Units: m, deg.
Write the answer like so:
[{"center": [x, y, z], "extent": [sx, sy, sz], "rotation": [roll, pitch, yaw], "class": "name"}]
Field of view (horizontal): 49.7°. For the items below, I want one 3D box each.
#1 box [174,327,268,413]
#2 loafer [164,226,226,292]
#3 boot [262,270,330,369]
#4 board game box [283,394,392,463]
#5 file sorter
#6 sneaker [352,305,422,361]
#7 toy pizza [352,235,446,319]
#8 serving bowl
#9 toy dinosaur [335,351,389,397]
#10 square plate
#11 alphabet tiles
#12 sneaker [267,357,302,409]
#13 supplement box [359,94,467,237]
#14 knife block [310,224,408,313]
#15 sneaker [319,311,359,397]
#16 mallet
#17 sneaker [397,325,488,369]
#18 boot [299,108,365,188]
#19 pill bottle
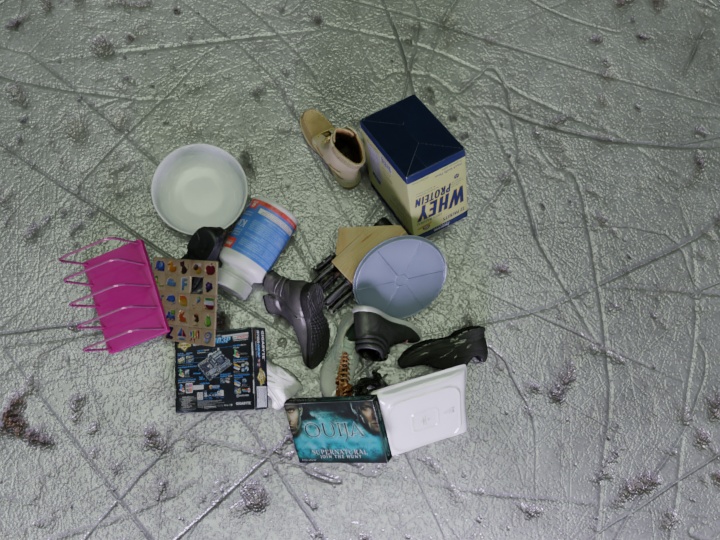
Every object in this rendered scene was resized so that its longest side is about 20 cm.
[{"center": [-0.278, 0.199, 1.537], "extent": [0.199, 0.046, 0.160], "rotation": [-8, 80, 27], "class": "box"}, {"center": [-0.337, -0.008, 1.595], "extent": [0.073, 0.072, 0.200], "rotation": [45, 112, 8], "class": "loafer"}, {"center": [-0.136, 0.098, 1.611], "extent": [0.131, 0.070, 0.201], "rotation": [14, 116, 32], "class": "boot"}, {"center": [-0.046, 0.312, 1.526], "extent": [0.199, 0.028, 0.136], "rotation": [-7, 105, 26], "class": "board game box"}, {"center": [-0.493, 0.049, 1.538], "extent": [0.139, 0.125, 0.201], "rotation": [-21, 81, 12], "class": "file sorter"}, {"center": [0.052, 0.145, 1.583], "extent": [0.200, 0.071, 0.100], "rotation": [25, 63, -44], "class": "sneaker"}, {"center": [0.079, 0.013, 1.585], "extent": [0.199, 0.032, 0.201], "rotation": [-8, 123, -13], "class": "toy pizza"}, {"center": [-0.338, -0.163, 1.647], "extent": [0.199, 0.066, 0.201], "rotation": [1, 79, -6], "class": "serving bowl"}, {"center": [-0.001, 0.260, 1.563], "extent": [0.135, 0.200, 0.102], "rotation": [-20, 43, -13], "class": "toy dinosaur"}, {"center": [0.125, 0.289, 1.555], "extent": [0.197, 0.200, 0.028], "rotation": [-15, 40, -9], "class": "square plate"}, {"center": [-0.367, 0.060, 1.562], "extent": [0.199, 0.008, 0.168], "rotation": [4, 93, 30], "class": "alphabet tiles"}, {"center": [-0.220, 0.208, 1.582], "extent": [0.200, 0.078, 0.099], "rotation": [38, 82, 4], "class": "sneaker"}, {"center": [0.112, -0.209, 1.604], "extent": [0.134, 0.200, 0.200], "rotation": [-27, 54, -10], "class": "supplement box"}, {"center": [0.000, 0.000, 1.603], "extent": [0.199, 0.064, 0.176], "rotation": [-1, 71, 19], "class": "knife block"}, {"center": [-0.036, 0.176, 1.605], "extent": [0.070, 0.080, 0.201], "rotation": [16, 79, -4], "class": "sneaker"}, {"center": [-0.008, -0.042, 1.676], "extent": [0.200, 0.041, 0.066], "rotation": [-31, 83, -7], "class": "mallet"}, {"center": [0.178, 0.180, 1.633], "extent": [0.199, 0.076, 0.091], "rotation": [-16, 90, -5], "class": "sneaker"}, {"center": [-0.059, -0.281, 1.655], "extent": [0.073, 0.155, 0.200], "rotation": [-30, 83, -11], "class": "boot"}, {"center": [-0.223, -0.044, 1.612], "extent": [0.112, 0.112, 0.200], "rotation": [29, 76, 0], "class": "pill bottle"}]
